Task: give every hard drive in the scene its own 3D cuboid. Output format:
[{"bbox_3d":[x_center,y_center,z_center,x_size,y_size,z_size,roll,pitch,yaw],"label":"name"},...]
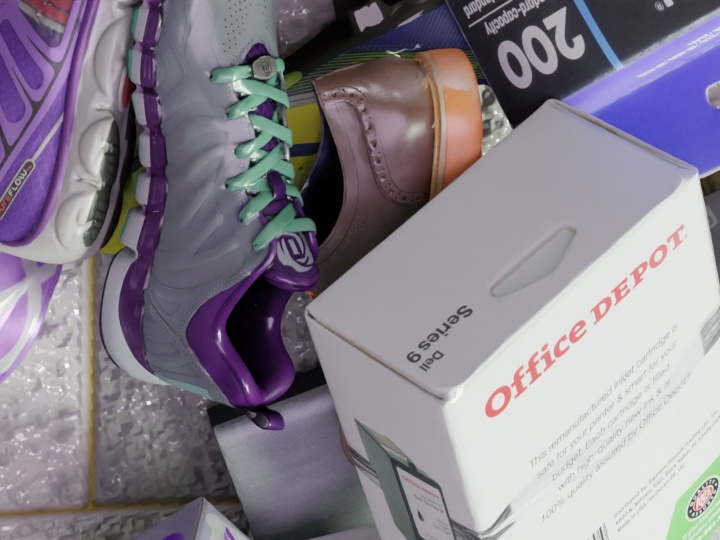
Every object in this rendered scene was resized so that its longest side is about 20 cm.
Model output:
[{"bbox_3d":[0.046,0.090,1.140,0.199,0.033,0.140,-21,114,-3],"label":"hard drive"}]

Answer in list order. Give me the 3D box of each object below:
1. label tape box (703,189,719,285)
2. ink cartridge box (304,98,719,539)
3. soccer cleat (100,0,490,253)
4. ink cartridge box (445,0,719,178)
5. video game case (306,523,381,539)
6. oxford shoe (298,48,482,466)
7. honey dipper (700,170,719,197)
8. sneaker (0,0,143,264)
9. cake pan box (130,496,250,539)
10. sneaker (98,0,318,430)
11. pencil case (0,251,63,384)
[{"bbox_3d":[0.243,0.000,1.103,0.199,0.066,0.144,-24,136,1],"label":"label tape box"},{"bbox_3d":[0.074,0.054,1.007,0.146,0.084,0.201,-41,139,-22],"label":"ink cartridge box"},{"bbox_3d":[-0.026,-0.053,1.049,0.200,0.065,0.084,-32,110,1],"label":"soccer cleat"},{"bbox_3d":[0.106,-0.131,0.951,0.043,0.198,0.201,-31,92,-38],"label":"ink cartridge box"},{"bbox_3d":[-0.003,0.204,1.146,0.142,0.018,0.201,-15,123,19],"label":"video game case"},{"bbox_3d":[0.000,0.000,1.034,0.072,0.071,0.201,-4,121,-16],"label":"oxford shoe"},{"bbox_3d":[0.083,-0.011,1.106,0.199,0.038,0.038,-15,114,-3],"label":"honey dipper"},{"bbox_3d":[-0.121,-0.106,0.984,0.083,0.081,0.201,13,86,3],"label":"sneaker"},{"bbox_3d":[-0.078,0.208,1.119,0.199,0.052,0.184,-31,119,26],"label":"cake pan box"},{"bbox_3d":[-0.041,-0.041,0.960,0.074,0.087,0.201,-19,125,-48],"label":"sneaker"},{"bbox_3d":[-0.218,-0.022,1.016,0.199,0.084,0.085,29,139,-18],"label":"pencil case"}]
